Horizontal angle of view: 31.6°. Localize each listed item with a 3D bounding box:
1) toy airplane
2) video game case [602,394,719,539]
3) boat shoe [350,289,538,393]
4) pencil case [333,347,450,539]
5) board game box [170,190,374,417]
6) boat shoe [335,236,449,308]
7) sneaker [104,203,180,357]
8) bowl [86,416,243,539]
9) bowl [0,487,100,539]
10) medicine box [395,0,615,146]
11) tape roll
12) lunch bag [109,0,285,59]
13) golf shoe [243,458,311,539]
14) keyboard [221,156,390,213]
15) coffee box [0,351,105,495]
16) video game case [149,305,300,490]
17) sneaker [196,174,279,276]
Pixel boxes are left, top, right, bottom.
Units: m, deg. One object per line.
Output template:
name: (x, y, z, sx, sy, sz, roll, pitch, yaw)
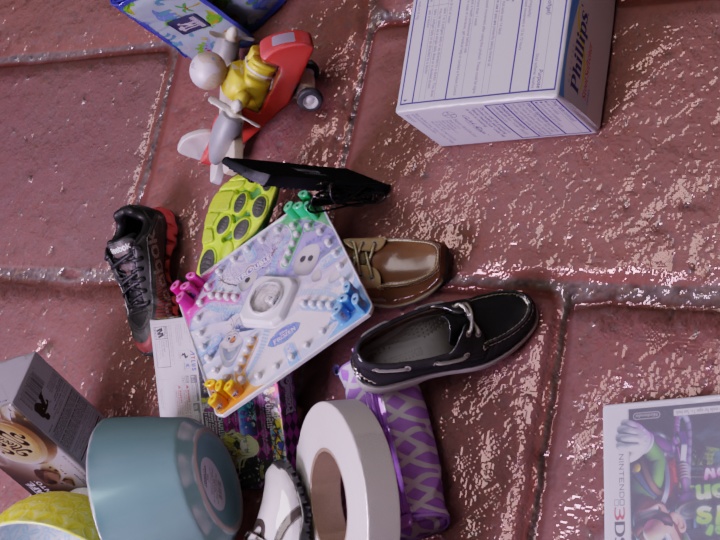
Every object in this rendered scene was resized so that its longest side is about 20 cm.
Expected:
toy airplane: (-0.156, -0.205, 1.533, 0.199, 0.141, 0.200, 8, 67, 54)
video game case: (0.310, 0.201, 1.126, 0.199, 0.023, 0.184, -10, 68, 33)
boat shoe: (0.084, 0.062, 1.266, 0.198, 0.060, 0.074, -16, 63, -5)
pencil case: (0.034, 0.174, 1.294, 0.083, 0.086, 0.201, -17, 63, 3)
board game box: (-0.102, 0.029, 1.362, 0.199, 0.026, 0.201, -35, 45, 8)
boat shoe: (0.000, 0.000, 1.389, 0.199, 0.074, 0.076, -9, 68, 33)
sneaker: (-0.272, 0.006, 1.567, 0.070, 0.098, 0.202, -16, 66, 28)
bowl: (-0.194, 0.236, 1.346, 0.104, 0.201, 0.202, -20, 61, 11)
bowl: (-0.323, 0.315, 1.460, 0.199, 0.201, 0.108, -15, 31, 30)
medicine box: (0.155, -0.240, 1.350, 0.199, 0.103, 0.184, 0, 73, 35)
tape roll: (-0.016, 0.229, 1.269, 0.202, 0.037, 0.205, 177, 90, -67)
lunch bag: (-0.194, -0.367, 1.604, 0.200, 0.170, 0.128, -41, 54, 15)
golf shoe: (-0.102, 0.295, 1.311, 0.078, 0.094, 0.202, 157, 115, -70)
keyboard: (-0.053, -0.088, 1.388, 0.104, 0.199, 0.040, 25, 107, 41)
coffee box: (-0.367, 0.195, 1.492, 0.112, 0.200, 0.080, -15, 41, 29)
video game case: (-0.152, 0.145, 1.429, 0.180, 0.036, 0.202, -8, 88, 34)
sneaker: (-0.143, -0.026, 1.489, 0.074, 0.083, 0.202, 24, 99, 21)
